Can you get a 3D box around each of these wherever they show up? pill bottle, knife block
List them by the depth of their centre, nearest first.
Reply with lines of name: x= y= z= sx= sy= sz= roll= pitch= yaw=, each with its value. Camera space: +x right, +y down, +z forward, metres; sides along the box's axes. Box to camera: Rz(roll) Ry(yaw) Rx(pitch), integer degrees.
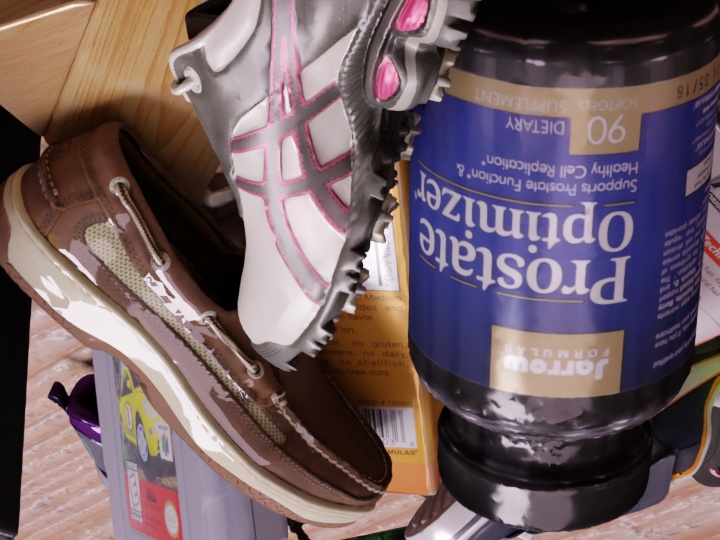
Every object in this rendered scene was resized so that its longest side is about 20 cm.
knife block: x=-0.050 y=-0.101 z=0.609 sx=0.174 sy=0.064 sz=0.200 roll=-13 pitch=150 yaw=21
pill bottle: x=0.073 y=-0.009 z=0.646 sx=0.111 sy=0.112 sz=0.201 roll=-1 pitch=116 yaw=-1

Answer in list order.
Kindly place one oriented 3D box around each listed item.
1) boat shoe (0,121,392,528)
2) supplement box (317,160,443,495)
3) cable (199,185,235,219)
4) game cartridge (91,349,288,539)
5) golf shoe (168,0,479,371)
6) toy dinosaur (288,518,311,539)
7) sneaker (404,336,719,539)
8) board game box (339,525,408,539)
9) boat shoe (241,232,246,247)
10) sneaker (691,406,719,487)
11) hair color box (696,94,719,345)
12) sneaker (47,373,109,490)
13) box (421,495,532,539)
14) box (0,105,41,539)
boat shoe: x=-0.046 y=0.023 z=0.658 sx=0.075 sy=0.075 sz=0.202 roll=-37 pitch=121 yaw=20
supplement box: x=0.000 y=0.000 z=0.719 sx=0.068 sy=0.067 sz=0.201 roll=4 pitch=128 yaw=11
cable: x=-0.144 y=-0.018 z=0.810 sx=0.199 sy=0.051 sz=0.097 roll=-6 pitch=171 yaw=34
game cartridge: x=-0.087 y=0.070 z=0.814 sx=0.041 sy=0.134 sz=0.200 roll=-3 pitch=179 yaw=-23
golf shoe: x=-0.020 y=-0.053 z=0.564 sx=0.088 sy=0.077 sz=0.201 roll=18 pitch=131 yaw=-3
toy dinosaur: x=-0.009 y=0.114 z=0.988 sx=0.199 sy=0.048 sz=0.088 roll=-30 pitch=171 yaw=-22
sneaker: x=0.114 y=0.090 z=0.840 sx=0.200 sy=0.080 sz=0.078 roll=-39 pitch=-177 yaw=-21
board game box: x=-0.029 y=0.159 z=0.927 sx=0.104 sy=0.024 sz=0.200 roll=-5 pitch=169 yaw=-28
boat shoe: x=0.016 y=0.037 z=0.852 sx=0.200 sy=0.061 sz=0.072 roll=25 pitch=175 yaw=-34
sneaker: x=0.230 y=0.112 z=0.988 sx=0.070 sy=0.100 sz=0.200 roll=1 pitch=153 yaw=-9
hair color box: x=0.108 y=-0.012 z=0.753 sx=0.101 sy=0.061 sz=0.200 roll=43 pitch=135 yaw=-19
sneaker: x=-0.068 y=0.073 z=0.932 sx=0.199 sy=0.075 sz=0.088 roll=-16 pitch=136 yaw=17
box: x=0.005 y=0.080 z=0.889 sx=0.199 sy=0.042 sz=0.039 roll=23 pitch=-170 yaw=-4
box: x=-0.238 y=0.019 z=0.678 sx=0.196 sy=0.201 sz=0.124 roll=-18 pitch=149 yaw=29
